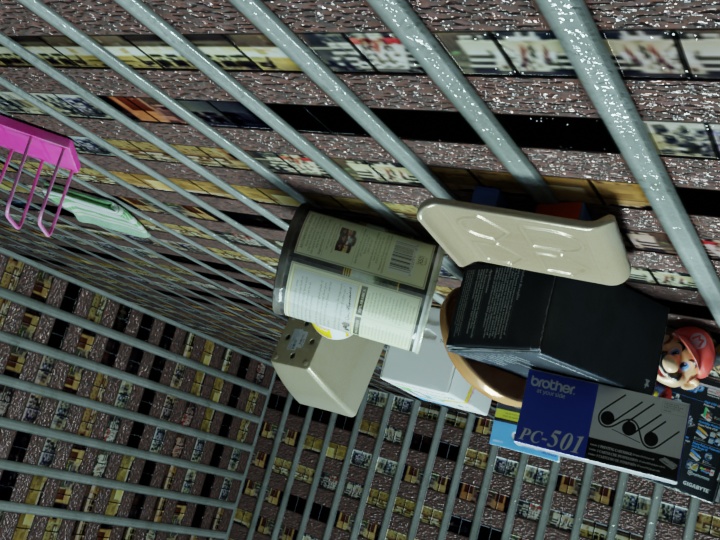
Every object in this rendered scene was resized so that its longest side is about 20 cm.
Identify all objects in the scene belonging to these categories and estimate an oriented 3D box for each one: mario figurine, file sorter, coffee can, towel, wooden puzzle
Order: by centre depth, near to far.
[{"bbox_3d":[0.178,-0.040,0.952,0.196,0.047,0.185,6,166,25],"label":"wooden puzzle"},{"bbox_3d":[0.000,0.011,1.174,0.196,0.149,0.147,16,169,5],"label":"coffee can"},{"bbox_3d":[0.381,0.145,1.209,0.123,0.199,0.107,44,-159,-18],"label":"mario figurine"},{"bbox_3d":[-0.513,-0.140,1.264,0.196,0.128,0.139,19,168,-10],"label":"file sorter"},{"bbox_3d":[-0.477,-0.105,1.644,0.150,0.024,0.200,15,168,5],"label":"towel"}]

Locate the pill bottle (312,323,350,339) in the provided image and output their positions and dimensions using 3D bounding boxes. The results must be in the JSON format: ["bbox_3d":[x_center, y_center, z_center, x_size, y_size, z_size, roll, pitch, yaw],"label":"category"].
[{"bbox_3d":[-0.043,0.064,1.597,0.102,0.106,0.200,16,168,4],"label":"pill bottle"}]

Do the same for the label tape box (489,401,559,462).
[{"bbox_3d":[0.315,0.217,1.550,0.142,0.204,0.066,6,166,43],"label":"label tape box"}]

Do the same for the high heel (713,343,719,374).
[{"bbox_3d":[0.567,0.142,1.230,0.198,0.073,0.142,18,-174,-38],"label":"high heel"}]

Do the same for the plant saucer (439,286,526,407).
[{"bbox_3d":[0.189,0.113,1.300,0.197,0.203,0.038,23,130,-26],"label":"plant saucer"}]

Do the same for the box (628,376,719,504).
[{"bbox_3d":[0.419,0.214,1.264,0.197,0.162,0.046,16,174,31],"label":"box"}]

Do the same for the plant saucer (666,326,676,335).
[{"bbox_3d":[0.409,0.111,1.338,0.196,0.037,0.201,16,168,3],"label":"plant saucer"}]

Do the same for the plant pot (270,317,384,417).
[{"bbox_3d":[-0.094,0.205,2.155,0.197,0.203,0.177,6,154,42],"label":"plant pot"}]

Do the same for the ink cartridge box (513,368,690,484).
[{"bbox_3d":[0.296,0.191,1.113,0.196,0.096,0.044,11,168,21],"label":"ink cartridge box"}]

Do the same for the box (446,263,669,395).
[{"bbox_3d":[0.252,0.076,1.171,0.197,0.126,0.196,22,169,-27],"label":"box"}]

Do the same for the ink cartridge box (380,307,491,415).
[{"bbox_3d":[0.154,0.163,1.668,0.144,0.149,0.199,9,166,32],"label":"ink cartridge box"}]
